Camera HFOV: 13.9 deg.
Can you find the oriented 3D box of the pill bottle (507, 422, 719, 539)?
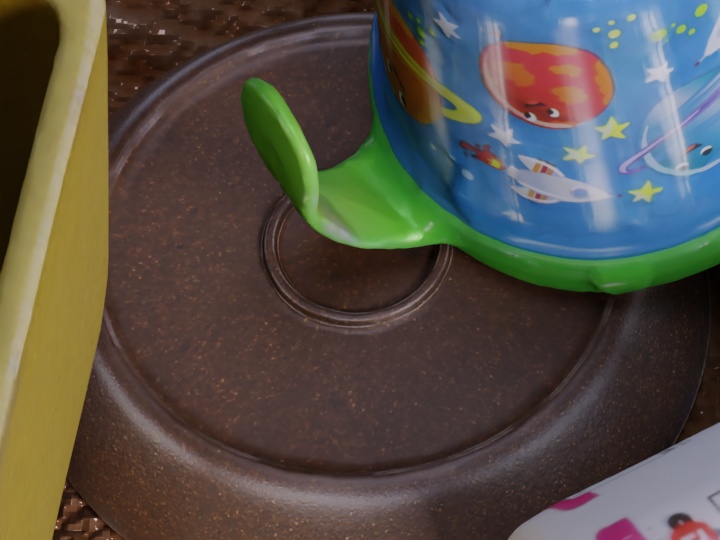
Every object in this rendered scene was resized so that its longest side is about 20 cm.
[{"bbox_3d":[0.146,0.073,0.730,0.199,0.114,0.114,-25,60,-12],"label":"pill bottle"}]

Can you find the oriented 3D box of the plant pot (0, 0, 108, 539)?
[{"bbox_3d":[-0.160,0.057,0.704,0.193,0.200,0.196,5,57,6],"label":"plant pot"}]

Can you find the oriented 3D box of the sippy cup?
[{"bbox_3d":[0.059,-0.082,0.772,0.139,0.130,0.179,18,70,17],"label":"sippy cup"}]

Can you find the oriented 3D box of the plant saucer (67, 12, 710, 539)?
[{"bbox_3d":[0.000,0.000,0.832,0.199,0.035,0.201,-1,57,2],"label":"plant saucer"}]
